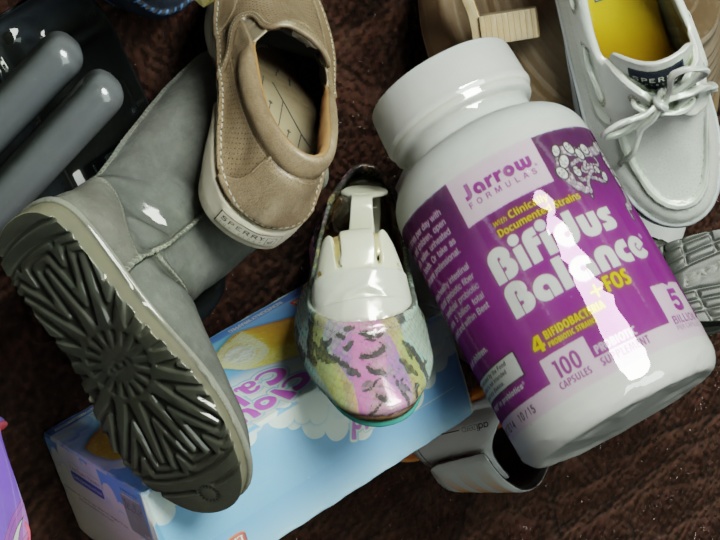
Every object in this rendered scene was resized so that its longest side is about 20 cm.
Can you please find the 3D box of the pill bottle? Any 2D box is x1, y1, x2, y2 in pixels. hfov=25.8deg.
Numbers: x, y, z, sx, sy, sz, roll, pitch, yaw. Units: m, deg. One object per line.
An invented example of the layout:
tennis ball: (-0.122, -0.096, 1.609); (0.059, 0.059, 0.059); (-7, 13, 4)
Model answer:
pill bottle: (0.086, -0.013, 0.797); (0.111, 0.112, 0.201); (-19, 73, -32)

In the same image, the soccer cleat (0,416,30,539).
soccer cleat: (-0.180, 0.147, 0.740); (0.073, 0.068, 0.202); (24, 41, -55)

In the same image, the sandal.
sandal: (0.092, 0.095, 0.903); (0.079, 0.206, 0.060); (7, 65, -47)

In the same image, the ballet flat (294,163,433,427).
ballet flat: (0.000, 0.000, 0.814); (0.068, 0.201, 0.072); (0, 117, -2)

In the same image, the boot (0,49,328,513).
boot: (-0.072, -0.004, 0.786); (0.183, 0.072, 0.200); (62, 31, -12)

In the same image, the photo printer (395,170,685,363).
photo printer: (0.101, -0.018, 0.968); (0.199, 0.069, 0.168); (34, 78, -36)

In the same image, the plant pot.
plant pot: (0.141, -0.150, 0.901); (0.199, 0.093, 0.203); (13, 62, -25)

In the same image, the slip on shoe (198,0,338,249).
slip on shoe: (-0.040, -0.102, 0.785); (0.075, 0.061, 0.201); (25, 42, -20)

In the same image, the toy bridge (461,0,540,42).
toy bridge: (0.049, -0.210, 0.817); (0.066, 0.027, 0.202); (-7, 101, 6)

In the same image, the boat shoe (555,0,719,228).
boat shoe: (0.147, -0.103, 0.800); (0.074, 0.086, 0.204); (-19, 113, 1)

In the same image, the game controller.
game controller: (-0.138, -0.042, 0.812); (0.104, 0.042, 0.202); (-45, 124, -38)

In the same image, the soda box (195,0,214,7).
soda box: (-0.073, -0.224, 0.727); (0.068, 0.064, 0.202); (35, 39, -43)

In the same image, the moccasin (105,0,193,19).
moccasin: (-0.139, -0.200, 0.753); (0.081, 0.068, 0.200); (-50, 124, -17)

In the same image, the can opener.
can opener: (-0.190, -0.023, 0.734); (0.200, 0.066, 0.053); (-47, 113, 0)

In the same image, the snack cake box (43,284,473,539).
snack cake box: (-0.053, 0.082, 0.845); (0.199, 0.115, 0.068); (-30, 115, -29)

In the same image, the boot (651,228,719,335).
boot: (0.145, 0.020, 0.907); (0.131, 0.197, 0.069); (51, 39, -76)
